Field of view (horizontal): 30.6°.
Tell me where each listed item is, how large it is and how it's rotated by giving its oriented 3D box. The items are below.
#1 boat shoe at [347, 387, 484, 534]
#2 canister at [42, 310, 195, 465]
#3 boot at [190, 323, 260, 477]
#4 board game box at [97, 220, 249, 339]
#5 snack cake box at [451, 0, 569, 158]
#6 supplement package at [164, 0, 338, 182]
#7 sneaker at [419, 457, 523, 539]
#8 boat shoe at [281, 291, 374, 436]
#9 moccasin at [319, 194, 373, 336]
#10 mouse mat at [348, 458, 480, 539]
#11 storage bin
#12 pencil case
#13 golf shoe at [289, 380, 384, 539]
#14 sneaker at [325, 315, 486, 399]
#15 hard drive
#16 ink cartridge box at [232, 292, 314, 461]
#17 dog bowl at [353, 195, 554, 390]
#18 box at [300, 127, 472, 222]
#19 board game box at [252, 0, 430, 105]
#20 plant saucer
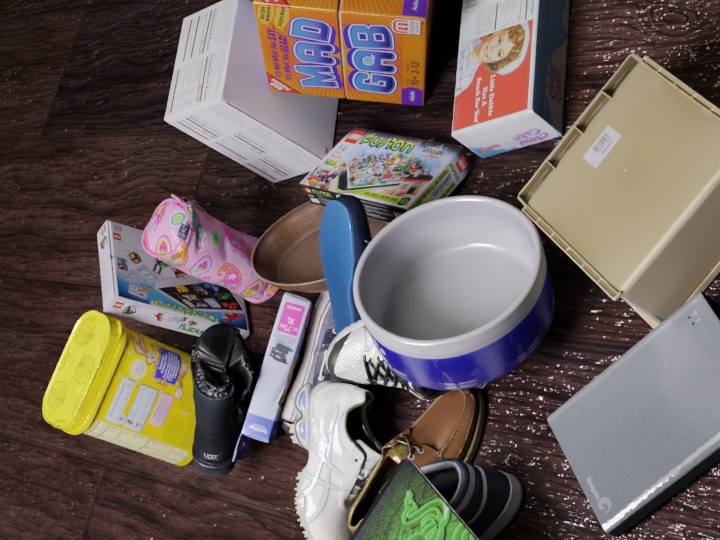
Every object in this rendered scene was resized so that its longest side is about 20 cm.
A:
[{"bbox_3d":[0.060,0.204,1.389,0.072,0.068,0.201,29,89,51],"label":"boat shoe"},{"bbox_3d":[-0.281,0.154,1.658,0.086,0.199,0.150,17,82,48],"label":"canister"},{"bbox_3d":[-0.157,0.120,1.559,0.201,0.076,0.169,-80,0,-46],"label":"boot"},{"bbox_3d":[-0.239,0.017,1.687,0.035,0.199,0.127,-44,43,35],"label":"board game box"},{"bbox_3d":[0.174,-0.242,1.508,0.114,0.067,0.202,-12,62,39],"label":"snack cake box"},{"bbox_3d":[-0.134,-0.233,1.711,0.110,0.199,0.157,-12,61,40],"label":"supplement package"},{"bbox_3d":[0.067,0.271,1.318,0.201,0.108,0.070,-53,42,10],"label":"sneaker"},{"bbox_3d":[-0.016,0.106,1.528,0.092,0.075,0.202,10,76,30],"label":"boat shoe"},{"bbox_3d":[0.000,0.000,1.451,0.080,0.068,0.202,43,146,44],"label":"moccasin"},{"bbox_3d":[0.057,0.296,1.286,0.161,0.007,0.201,48,133,21],"label":"mouse mat"},{"bbox_3d":[0.283,-0.081,1.297,0.201,0.093,0.199,-52,42,12],"label":"storage bin"},{"bbox_3d":[-0.180,-0.025,1.650,0.087,0.199,0.088,-17,61,33],"label":"pencil case"},{"bbox_3d":[-0.019,0.220,1.426,0.096,0.078,0.202,-5,94,30],"label":"golf shoe"},{"bbox_3d":[0.050,0.095,1.394,0.198,0.076,0.088,-9,30,19],"label":"sneaker"},{"bbox_3d":[0.280,0.135,1.232,0.200,0.033,0.140,-43,45,21],"label":"hard drive"},{"bbox_3d":[-0.100,0.131,1.553,0.042,0.119,0.202,19,85,3],"label":"ink cartridge box"},{"bbox_3d":[0.097,0.021,1.349,0.198,0.079,0.201,-12,46,12],"label":"dog bowl"},{"bbox_3d":[0.028,-0.113,1.580,0.199,0.035,0.110,16,57,48],"label":"box"},{"bbox_3d":[-0.008,-0.342,1.585,0.198,0.200,0.202,6,69,4],"label":"board game box"},{"bbox_3d":[-0.034,-0.030,1.575,0.198,0.037,0.201,-16,30,10],"label":"plant saucer"}]
